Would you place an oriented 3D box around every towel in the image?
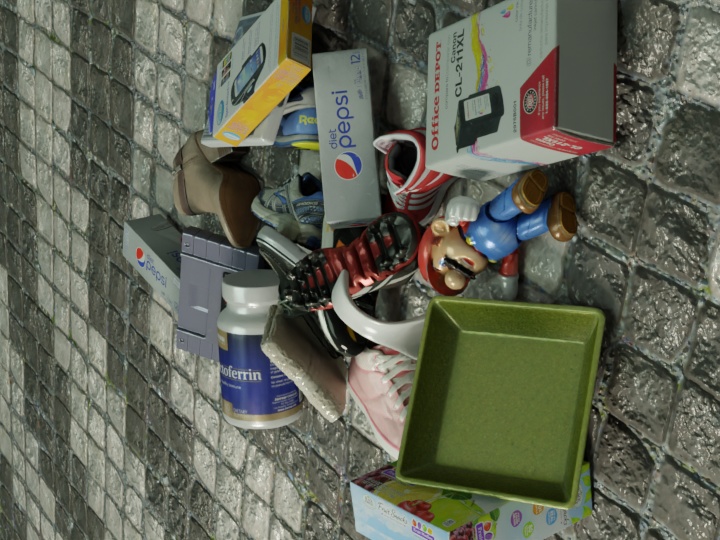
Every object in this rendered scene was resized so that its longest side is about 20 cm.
[{"bbox_3d":[-0.071,0.109,1.566,0.133,0.034,0.200,46,-171,-9],"label":"towel"}]

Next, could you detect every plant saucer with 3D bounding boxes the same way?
[{"bbox_3d":[0.149,0.134,1.281,0.198,0.048,0.202,4,75,30],"label":"plant saucer"}]

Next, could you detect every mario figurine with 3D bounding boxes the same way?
[{"bbox_3d":[0.131,-0.021,1.299,0.199,0.106,0.124,-32,86,49],"label":"mario figurine"}]

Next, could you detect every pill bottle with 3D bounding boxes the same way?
[{"bbox_3d":[-0.139,0.107,1.727,0.115,0.115,0.203,16,113,52],"label":"pill bottle"}]

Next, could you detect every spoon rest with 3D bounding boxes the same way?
[{"bbox_3d":[0.062,0.063,1.377,0.061,0.198,0.100,-79,10,-47],"label":"spoon rest"}]

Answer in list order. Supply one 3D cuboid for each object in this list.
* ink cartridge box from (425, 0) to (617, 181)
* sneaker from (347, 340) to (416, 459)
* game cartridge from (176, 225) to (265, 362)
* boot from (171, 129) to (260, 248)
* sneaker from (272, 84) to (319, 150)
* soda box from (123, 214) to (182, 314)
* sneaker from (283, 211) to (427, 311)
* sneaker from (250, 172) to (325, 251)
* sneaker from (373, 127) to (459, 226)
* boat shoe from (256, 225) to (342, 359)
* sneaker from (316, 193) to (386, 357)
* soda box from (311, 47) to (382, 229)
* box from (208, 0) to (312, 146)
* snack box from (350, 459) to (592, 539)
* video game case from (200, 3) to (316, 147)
[{"bbox_3d":[0.152,-0.178,1.215,0.199,0.082,0.148,-12,74,56],"label":"ink cartridge box"},{"bbox_3d":[0.048,0.147,1.501,0.200,0.075,0.106,47,141,43],"label":"sneaker"},{"bbox_3d":[-0.204,0.044,1.817,0.128,0.038,0.202,19,122,18],"label":"game cartridge"},{"bbox_3d":[-0.214,-0.109,1.794,0.146,0.070,0.202,-24,63,44],"label":"boot"},{"bbox_3d":[-0.100,-0.201,1.618,0.199,0.073,0.083,13,102,53],"label":"sneaker"},{"bbox_3d":[-0.297,-0.011,1.948,0.200,0.068,0.064,41,133,42],"label":"soda box"},{"bbox_3d":[0.004,-0.003,1.437,0.199,0.097,0.072,-27,71,31],"label":"sneaker"},{"bbox_3d":[-0.078,-0.086,1.627,0.086,0.077,0.200,-63,29,5],"label":"sneaker"},{"bbox_3d":[0.049,-0.100,1.392,0.200,0.112,0.072,-48,61,50],"label":"sneaker"},{"bbox_3d":[-0.068,0.033,1.551,0.200,0.071,0.072,48,170,-20],"label":"boat shoe"},{"bbox_3d":[0.000,0.000,1.498,0.089,0.070,0.202,-17,65,42],"label":"sneaker"},{"bbox_3d":[-0.015,-0.153,1.465,0.063,0.067,0.203,55,-151,-83],"label":"soda box"},{"bbox_3d":[-0.126,-0.243,1.531,0.200,0.041,0.120,-40,41,45],"label":"box"},{"bbox_3d":[0.117,0.239,1.317,0.168,0.199,0.068,16,117,51],"label":"snack box"},{"bbox_3d":[-0.135,-0.249,1.608,0.199,0.023,0.184,8,79,61],"label":"video game case"}]
